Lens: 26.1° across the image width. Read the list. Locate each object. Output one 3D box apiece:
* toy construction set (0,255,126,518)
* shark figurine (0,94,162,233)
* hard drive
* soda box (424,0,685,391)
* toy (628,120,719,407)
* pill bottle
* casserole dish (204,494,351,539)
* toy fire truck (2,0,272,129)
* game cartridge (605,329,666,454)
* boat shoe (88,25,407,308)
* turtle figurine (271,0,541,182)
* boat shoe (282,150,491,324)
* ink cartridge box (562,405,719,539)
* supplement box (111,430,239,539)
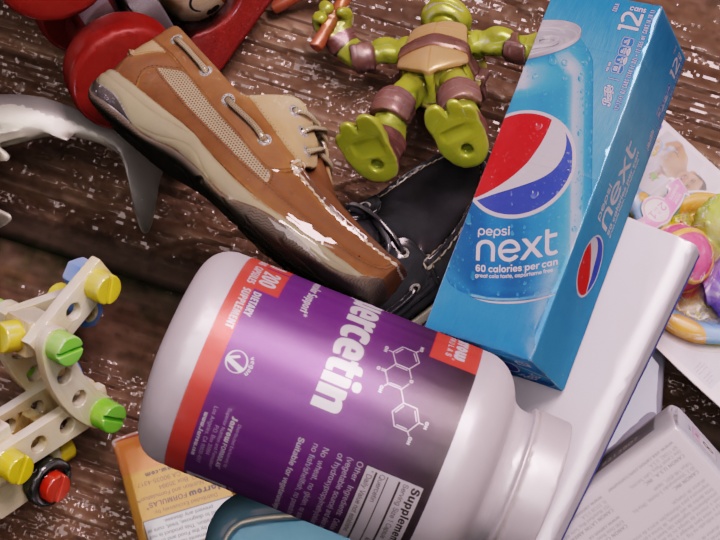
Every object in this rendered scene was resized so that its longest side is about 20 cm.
[{"bbox_3d":[-0.215,0.081,0.853,0.200,0.131,0.092,-23,37,-26],"label":"toy construction set"},{"bbox_3d":[-0.212,-0.079,0.916,0.214,0.090,0.128,-13,115,8],"label":"shark figurine"},{"bbox_3d":[0.083,0.054,0.853,0.132,0.025,0.200,24,82,27],"label":"hard drive"},{"bbox_3d":[0.105,-0.044,0.824,0.064,0.068,0.200,16,79,26],"label":"soda box"},{"bbox_3d":[0.188,-0.018,0.884,0.115,0.047,0.200,-41,72,-19],"label":"toy"},{"bbox_3d":[-0.002,0.074,0.772,0.200,0.112,0.113,21,83,2],"label":"pill bottle"},{"bbox_3d":[-0.026,0.201,0.815,0.121,0.039,0.200,-4,82,6],"label":"casserole dish"},{"bbox_3d":[-0.119,-0.188,0.874,0.168,0.200,0.112,-31,44,-1],"label":"toy fire truck"},{"bbox_3d":[0.075,0.063,0.903,0.200,0.041,0.133,5,85,3],"label":"game cartridge"},{"bbox_3d":[-0.053,-0.061,0.812,0.200,0.076,0.074,38,82,16],"label":"boat shoe"},{"bbox_3d":[0.033,-0.115,0.894,0.200,0.064,0.161,4,40,11],"label":"turtle figurine"},{"bbox_3d":[-0.002,-0.001,0.855,0.199,0.066,0.075,-41,54,4],"label":"boat shoe"},{"bbox_3d":[0.174,0.199,0.853,0.163,0.057,0.200,-41,94,16],"label":"ink cartridge box"},{"bbox_3d":[-0.081,0.184,0.875,0.069,0.067,0.200,-18,81,-1],"label":"supplement box"}]
